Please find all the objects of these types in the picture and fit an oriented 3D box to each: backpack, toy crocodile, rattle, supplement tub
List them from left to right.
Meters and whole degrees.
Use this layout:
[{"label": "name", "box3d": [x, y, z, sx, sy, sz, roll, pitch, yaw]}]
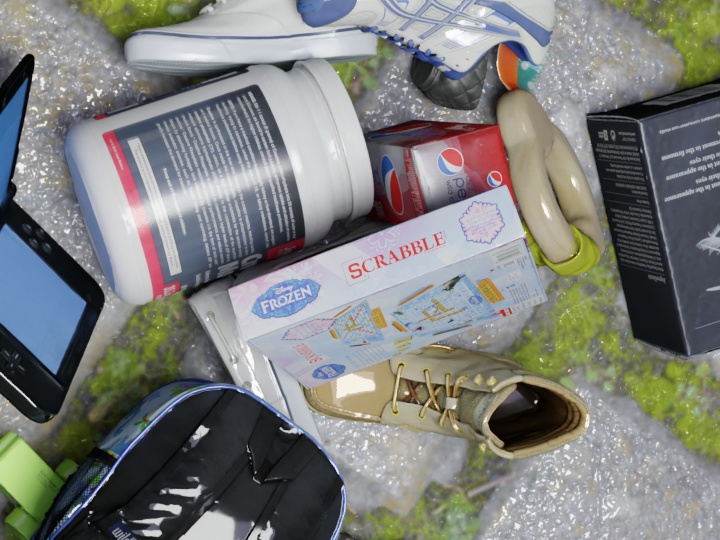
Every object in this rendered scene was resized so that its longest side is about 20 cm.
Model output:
[{"label": "toy crocodile", "box3d": [-0.209, 0.202, 1.271, 0.200, 0.062, 0.068, 44, 70, -13]}, {"label": "backpack", "box3d": [-0.124, 0.181, 1.194, 0.183, 0.147, 0.200, 41, 77, -14]}, {"label": "supplement tub", "box3d": [-0.104, -0.068, 1.224, 0.199, 0.140, 0.141, -19, 101, -13]}, {"label": "rattle", "box3d": [0.108, -0.081, 1.334, 0.130, 0.142, 0.201, -31, 98, -48]}]

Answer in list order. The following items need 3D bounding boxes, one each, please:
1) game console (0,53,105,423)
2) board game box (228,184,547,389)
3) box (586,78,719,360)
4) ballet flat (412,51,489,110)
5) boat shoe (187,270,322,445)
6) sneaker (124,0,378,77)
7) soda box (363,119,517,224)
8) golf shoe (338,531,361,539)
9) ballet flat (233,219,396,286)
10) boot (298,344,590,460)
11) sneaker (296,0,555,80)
[{"label": "game console", "box3d": [-0.223, -0.025, 1.150, 0.116, 0.200, 0.176, -38, 107, 18]}, {"label": "board game box", "box3d": [0.027, 0.017, 1.180, 0.198, 0.200, 0.041, -20, 74, 5]}, {"label": "box", "box3d": [0.286, -0.047, 1.357, 0.147, 0.104, 0.201, -15, 101, -14]}, {"label": "ballet flat", "box3d": [0.099, -0.223, 1.310, 0.057, 0.066, 0.201, 20, 96, -30]}, {"label": "boat shoe", "box3d": [-0.088, 0.106, 1.284, 0.086, 0.075, 0.203, -20, 98, -13]}, {"label": "sneaker", "box3d": [-0.084, -0.187, 1.260, 0.199, 0.073, 0.071, -7, 89, -24]}, {"label": "soda box", "box3d": [0.047, -0.072, 1.235, 0.070, 0.200, 0.064, -15, 100, -13]}, {"label": "golf shoe", "box3d": [-0.010, 0.245, 1.312, 0.199, 0.094, 0.078, 4, 96, -15]}, {"label": "ballet flat", "box3d": [0.000, 0.000, 1.263, 0.199, 0.069, 0.070, -17, 101, -26]}, {"label": "boot", "box3d": [0.062, 0.098, 1.282, 0.199, 0.155, 0.073, 7, 94, -16]}, {"label": "sneaker", "box3d": [0.052, -0.182, 1.233, 0.199, 0.075, 0.089, -5, 104, -10]}]
